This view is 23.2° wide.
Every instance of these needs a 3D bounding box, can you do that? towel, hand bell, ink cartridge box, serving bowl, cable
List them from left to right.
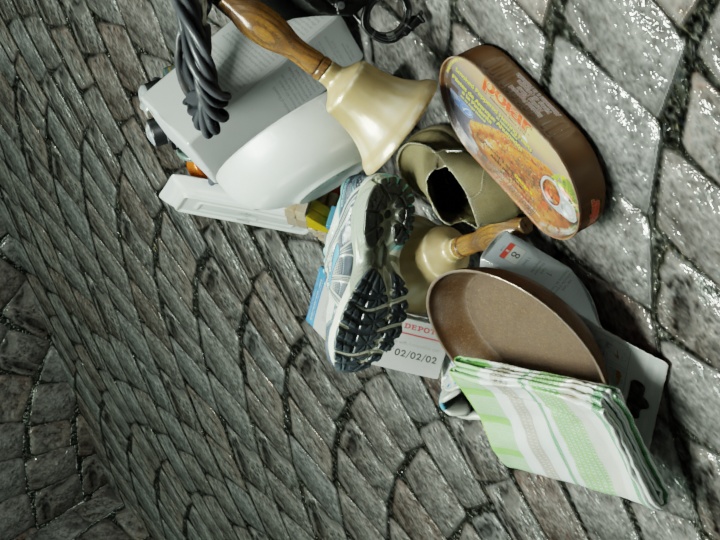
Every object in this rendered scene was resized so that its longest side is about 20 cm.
[{"bbox_3d":[-0.147,-0.205,1.631,0.200,0.051,0.163,98,156,-67],"label":"cable"},{"bbox_3d":[-0.041,-0.186,1.576,0.200,0.104,0.104,36,163,-9],"label":"hand bell"},{"bbox_3d":[-0.041,-0.114,1.717,0.066,0.200,0.200,59,161,5],"label":"serving bowl"},{"bbox_3d":[0.023,0.058,1.859,0.200,0.115,0.068,-140,65,-71],"label":"ink cartridge box"},{"bbox_3d":[0.102,-0.023,1.698,0.200,0.104,0.104,-18,101,59],"label":"hand bell"},{"bbox_3d":[0.179,0.152,1.614,0.200,0.031,0.149,8,136,47],"label":"towel"},{"bbox_3d":[0.200,0.066,1.628,0.200,0.050,0.162,28,149,20],"label":"ink cartridge box"}]

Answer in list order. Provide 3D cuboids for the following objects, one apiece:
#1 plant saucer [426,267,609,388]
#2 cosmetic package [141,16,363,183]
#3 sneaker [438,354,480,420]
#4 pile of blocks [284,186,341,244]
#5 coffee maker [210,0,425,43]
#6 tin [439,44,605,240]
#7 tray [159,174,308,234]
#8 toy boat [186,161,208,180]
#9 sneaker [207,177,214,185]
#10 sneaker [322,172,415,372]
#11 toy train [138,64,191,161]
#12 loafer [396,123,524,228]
[{"bbox_3d":[0.150,0.065,1.602,0.200,0.037,0.201,31,149,21],"label":"plant saucer"},{"bbox_3d":[-0.108,-0.194,1.763,0.101,0.200,0.071,44,172,41],"label":"cosmetic package"},{"bbox_3d":[0.108,0.110,1.841,0.200,0.087,0.075,33,149,56],"label":"sneaker"},{"bbox_3d":[0.001,-0.051,1.859,0.082,0.062,0.200,-1,156,42],"label":"pile of blocks"},{"bbox_3d":[-0.065,-0.283,1.643,0.192,0.135,0.200,64,161,-13],"label":"coffee maker"},{"bbox_3d":[0.140,-0.114,1.515,0.200,0.042,0.112,51,161,28],"label":"tin"},{"bbox_3d":[-0.132,-0.073,2.055,0.107,0.200,0.022,144,134,-71],"label":"tray"},{"bbox_3d":[-0.142,-0.144,2.035,0.131,0.131,0.200,52,159,21],"label":"toy boat"},{"bbox_3d":[-0.083,-0.100,1.943,0.200,0.074,0.081,25,139,8],"label":"sneaker"},{"bbox_3d":[0.000,0.000,1.725,0.086,0.077,0.200,22,101,55],"label":"sneaker"},{"bbox_3d":[-0.141,-0.192,1.886,0.085,0.200,0.114,78,169,-45],"label":"toy train"},{"bbox_3d":[0.085,-0.087,1.644,0.200,0.067,0.076,19,132,59],"label":"loafer"}]
